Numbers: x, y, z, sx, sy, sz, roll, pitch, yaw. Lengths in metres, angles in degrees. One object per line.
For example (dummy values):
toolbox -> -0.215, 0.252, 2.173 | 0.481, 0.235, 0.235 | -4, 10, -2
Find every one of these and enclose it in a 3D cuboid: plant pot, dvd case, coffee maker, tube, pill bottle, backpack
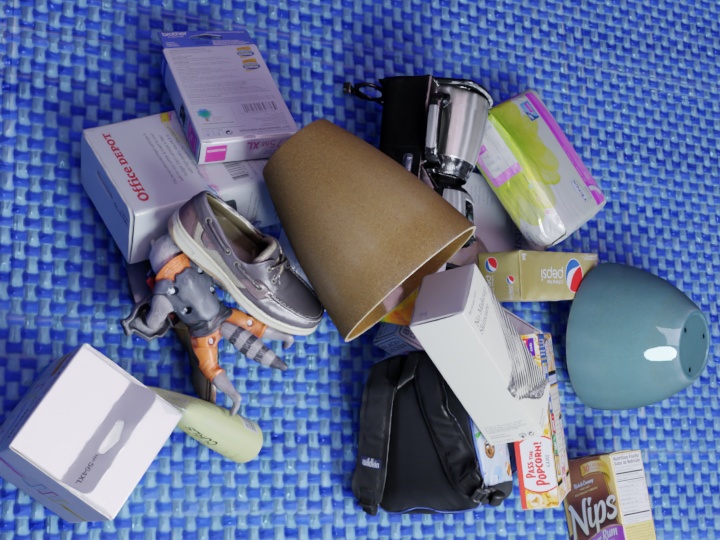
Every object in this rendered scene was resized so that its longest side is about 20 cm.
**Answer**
plant pot -> 0.382, 0.092, 1.549 | 0.199, 0.134, 0.202 | -4, 96, -48
dvd case -> 0.156, -0.062, 1.577 | 0.199, 0.018, 0.144 | 13, 71, -25
coffee maker -> 0.067, -0.133, 1.481 | 0.134, 0.191, 0.202 | 19, 77, -46
tube -> -0.173, 0.163, 1.265 | 0.200, 0.058, 0.052 | 45, 26, -59
plant pot -> -0.009, -0.058, 1.260 | 0.186, 0.187, 0.200 | -36, 80, -30
pill bottle -> 0.000, 0.000, 1.397 | 0.198, 0.111, 0.112 | 10, 71, 3
backpack -> 0.093, 0.184, 1.388 | 0.154, 0.199, 0.192 | -13, 92, -56

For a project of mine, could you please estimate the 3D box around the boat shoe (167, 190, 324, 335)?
boat shoe -> -0.111, -0.008, 1.235 | 0.200, 0.065, 0.072 | 41, 37, -14

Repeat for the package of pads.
package of pads -> 0.234, -0.137, 1.575 | 0.201, 0.068, 0.154 | 56, 39, 2

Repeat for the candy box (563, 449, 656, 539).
candy box -> 0.324, 0.338, 1.511 | 0.056, 0.117, 0.202 | -2, 78, -28

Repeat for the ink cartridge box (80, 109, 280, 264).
ink cartridge box -> -0.202, -0.106, 1.331 | 0.199, 0.083, 0.146 | -17, 55, -29

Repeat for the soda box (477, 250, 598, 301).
soda box -> 0.236, 0.008, 1.530 | 0.199, 0.067, 0.065 | 0, 87, -50

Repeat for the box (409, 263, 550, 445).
box -> 0.133, 0.094, 1.263 | 0.200, 0.068, 0.082 | 55, 35, -32

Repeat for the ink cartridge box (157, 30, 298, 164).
ink cartridge box -> -0.158, -0.206, 1.353 | 0.119, 0.042, 0.201 | -8, 51, -23

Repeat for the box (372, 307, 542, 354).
box -> 0.127, 0.087, 1.501 | 0.199, 0.060, 0.117 | 32, 65, -17

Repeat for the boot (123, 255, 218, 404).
boot -> -0.215, 0.058, 1.335 | 0.096, 0.075, 0.202 | -7, 80, -11

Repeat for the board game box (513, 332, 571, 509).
board game box -> 0.215, 0.177, 1.414 | 0.046, 0.151, 0.202 | -8, 84, 15

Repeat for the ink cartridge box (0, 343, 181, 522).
ink cartridge box -> -0.284, 0.168, 1.184 | 0.125, 0.200, 0.129 | 38, 63, -14

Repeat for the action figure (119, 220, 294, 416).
action figure -> -0.149, 0.027, 1.269 | 0.194, 0.104, 0.200 | 47, 69, -13
